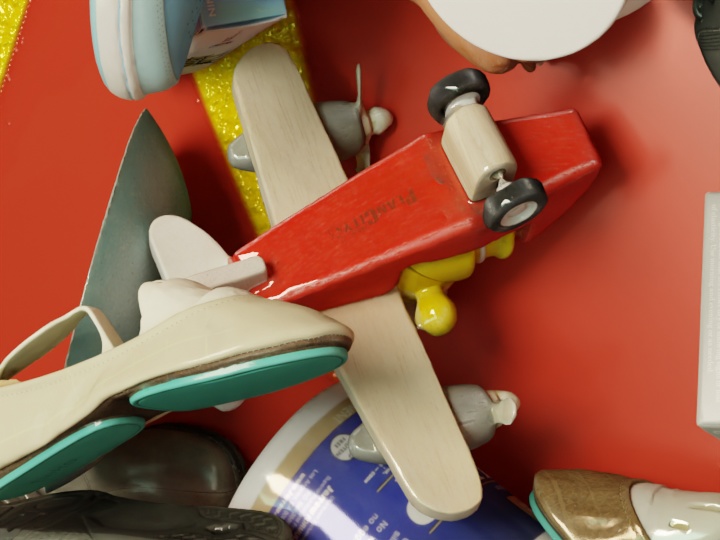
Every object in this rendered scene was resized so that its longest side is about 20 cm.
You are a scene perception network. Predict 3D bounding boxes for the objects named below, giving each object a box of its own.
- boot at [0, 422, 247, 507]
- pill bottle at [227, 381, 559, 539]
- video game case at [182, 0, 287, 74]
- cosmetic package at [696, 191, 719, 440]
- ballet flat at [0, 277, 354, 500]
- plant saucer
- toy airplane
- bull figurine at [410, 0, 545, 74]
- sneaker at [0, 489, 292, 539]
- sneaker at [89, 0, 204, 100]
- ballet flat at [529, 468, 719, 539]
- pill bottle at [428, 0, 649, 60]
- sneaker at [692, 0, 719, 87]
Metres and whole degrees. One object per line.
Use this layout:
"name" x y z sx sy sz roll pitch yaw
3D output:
"boot" -0.172 0.129 0.896 0.198 0.130 0.069 0 98 29
"pill bottle" 0.039 0.157 0.791 0.199 0.119 0.121 36 113 19
"video game case" -0.092 -0.205 0.790 0.045 0.181 0.203 -11 93 -15
"cosmetic package" 0.243 0.021 0.663 0.198 0.090 0.108 0 74 27
"ballet flat" -0.097 0.039 0.696 0.198 0.069 0.070 -23 86 20
"plant saucer" -0.118 0.020 0.834 0.038 0.201 0.203 14 106 -4
"toy airplane" 0.000 0.000 0.776 0.197 0.141 0.202 16 77 20
"bull figurine" 0.029 -0.172 0.746 0.065 0.121 0.201 -37 80 27
"sneaker" -0.117 0.168 0.781 0.197 0.076 0.116 3 102 29
"sneaker" -0.036 -0.161 0.660 0.129 0.080 0.203 11 94 2
"ballet flat" 0.168 0.151 0.748 0.200 0.068 0.072 48 118 12
"pill bottle" 0.090 -0.170 0.655 0.111 0.201 0.113 12 129 16
"sneaker" 0.156 -0.110 0.609 0.079 0.075 0.202 8 129 43
